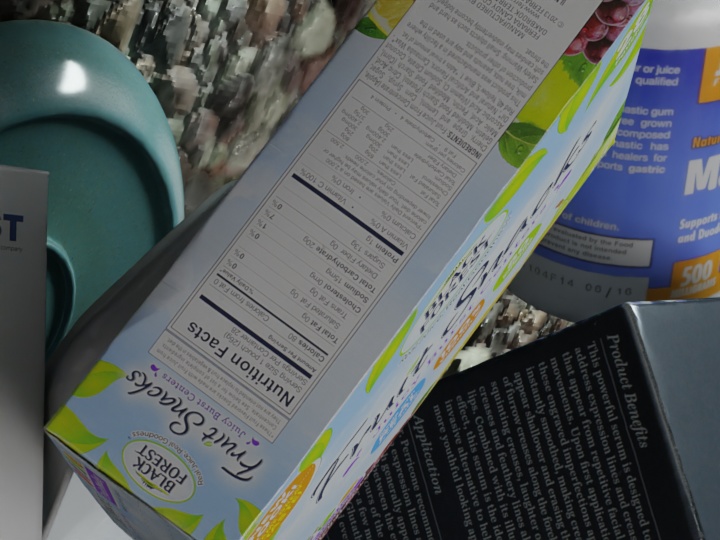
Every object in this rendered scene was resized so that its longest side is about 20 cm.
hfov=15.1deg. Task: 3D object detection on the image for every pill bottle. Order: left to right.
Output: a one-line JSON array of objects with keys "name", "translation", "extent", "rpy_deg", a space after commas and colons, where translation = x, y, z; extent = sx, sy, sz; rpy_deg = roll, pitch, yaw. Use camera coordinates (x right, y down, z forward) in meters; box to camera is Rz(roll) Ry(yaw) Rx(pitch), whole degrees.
[{"name": "pill bottle", "translation": [0.109, -0.087, 1.076], "extent": [0.112, 0.112, 0.200], "rpy_deg": [-28, 136, -39]}]

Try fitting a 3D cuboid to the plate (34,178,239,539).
[{"name": "plate", "translation": [-0.081, 0.054, 0.900], "extent": [0.200, 0.032, 0.200], "rpy_deg": [-63, 172, 33]}]

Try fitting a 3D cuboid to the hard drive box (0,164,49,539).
[{"name": "hard drive box", "translation": [-0.172, 0.066, 0.760], "extent": [0.156, 0.077, 0.201], "rpy_deg": [5, 82, -43]}]

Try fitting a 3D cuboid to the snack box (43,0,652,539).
[{"name": "snack box", "translation": [0.000, 0.000, 0.799], "extent": [0.200, 0.068, 0.169], "rpy_deg": [-54, 172, -11]}]

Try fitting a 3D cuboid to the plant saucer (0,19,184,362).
[{"name": "plant saucer", "translation": [-0.127, 0.014, 0.917], "extent": [0.200, 0.027, 0.200], "rpy_deg": [-33, 138, -35]}]

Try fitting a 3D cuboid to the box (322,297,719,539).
[{"name": "box", "translation": [0.082, 0.091, 1.083], "extent": [0.148, 0.200, 0.107], "rpy_deg": [-1, 72, -53]}]
